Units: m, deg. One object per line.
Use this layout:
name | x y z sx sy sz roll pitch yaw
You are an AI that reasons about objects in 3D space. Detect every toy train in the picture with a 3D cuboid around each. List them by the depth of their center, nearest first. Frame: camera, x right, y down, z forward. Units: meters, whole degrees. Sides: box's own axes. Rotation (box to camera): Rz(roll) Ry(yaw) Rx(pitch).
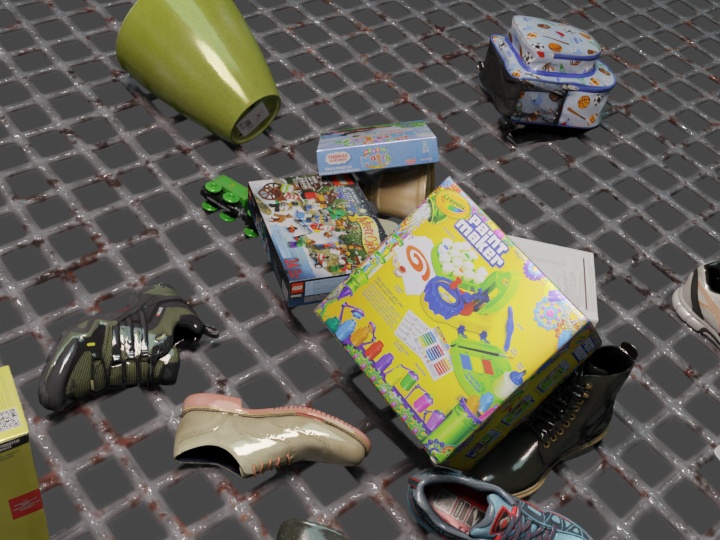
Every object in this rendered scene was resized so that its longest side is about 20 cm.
toy train | -0.118 -0.062 1.163 0.198 0.042 0.056 31 36 18

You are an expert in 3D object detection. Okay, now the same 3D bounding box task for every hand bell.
hand bell | -0.005 -0.104 1.212 0.197 0.105 0.105 5 43 10

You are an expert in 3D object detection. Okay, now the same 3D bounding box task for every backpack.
backpack | 0.296 -0.300 1.420 0.188 0.155 0.202 10 40 -17

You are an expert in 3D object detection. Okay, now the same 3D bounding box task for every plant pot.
plant pot | -0.207 -0.279 1.280 0.186 0.188 0.200 -32 74 -36

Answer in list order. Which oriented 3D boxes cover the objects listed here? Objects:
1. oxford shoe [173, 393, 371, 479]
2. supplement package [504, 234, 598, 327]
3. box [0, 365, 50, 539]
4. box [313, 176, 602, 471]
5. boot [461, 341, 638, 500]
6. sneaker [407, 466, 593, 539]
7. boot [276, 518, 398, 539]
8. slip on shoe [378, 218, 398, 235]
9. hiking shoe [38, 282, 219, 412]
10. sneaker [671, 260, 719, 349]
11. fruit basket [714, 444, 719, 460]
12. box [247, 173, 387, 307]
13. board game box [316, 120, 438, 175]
oxford shoe | -0.089 0.179 0.911 0.197 0.071 0.074 6 48 8
supplement package | 0.164 0.034 1.075 0.197 0.110 0.115 12 45 0
box | -0.298 0.175 0.767 0.050 0.202 0.076 -15 49 -25
box | 0.098 0.056 0.910 0.192 0.122 0.200 -43 65 6
boot | 0.193 0.151 0.944 0.198 0.139 0.077 -27 56 -32
sneaker | 0.131 0.246 0.856 0.197 0.096 0.080 19 76 14
boot | 0.000 0.307 0.809 0.197 0.068 0.132 9 48 8
slip on shoe | 0.000 0.000 1.110 0.073 0.062 0.201 12 39 10
hiking shoe | -0.240 0.088 0.957 0.100 0.076 0.200 30 46 22
sneaker | 0.478 0.070 1.132 0.073 0.081 0.200 -26 57 -34
fruit basket | 0.496 0.231 0.965 0.183 0.094 0.201 -21 56 -29
box | -0.046 -0.043 1.078 0.135 0.038 0.201 -9 41 -18
board game box | 0.020 -0.164 1.206 0.149 0.037 0.200 -7 16 1
